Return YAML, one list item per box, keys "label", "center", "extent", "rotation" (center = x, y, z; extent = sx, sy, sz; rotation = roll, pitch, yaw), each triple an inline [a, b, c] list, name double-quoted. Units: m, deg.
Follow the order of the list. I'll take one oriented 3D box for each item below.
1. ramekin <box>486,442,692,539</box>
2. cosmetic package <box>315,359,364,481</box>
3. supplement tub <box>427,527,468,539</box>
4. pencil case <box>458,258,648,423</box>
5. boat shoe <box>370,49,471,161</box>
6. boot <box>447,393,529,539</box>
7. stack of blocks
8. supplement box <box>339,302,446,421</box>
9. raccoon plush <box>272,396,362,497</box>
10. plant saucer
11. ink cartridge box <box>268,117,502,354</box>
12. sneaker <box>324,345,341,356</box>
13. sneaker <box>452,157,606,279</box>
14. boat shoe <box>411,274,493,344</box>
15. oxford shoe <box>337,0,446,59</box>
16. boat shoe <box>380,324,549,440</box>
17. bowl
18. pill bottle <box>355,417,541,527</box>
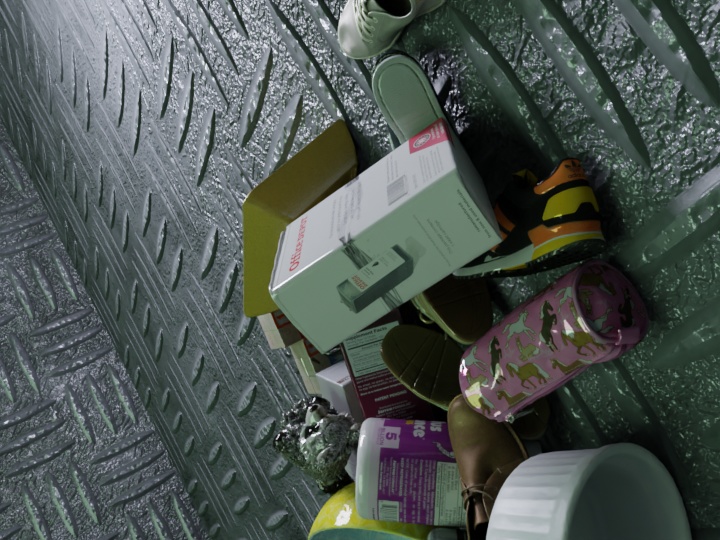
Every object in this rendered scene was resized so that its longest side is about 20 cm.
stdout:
- label: "ramekin"
  center: [0.201, 0.255, 0.686]
  extent: [0.097, 0.200, 0.202]
  rotation: [-13, 100, 49]
- label: "cosmetic package"
  center: [0.023, 0.218, 1.081]
  extent: [0.090, 0.106, 0.202]
  rotation: [4, 113, 59]
- label: "supplement tub"
  center: [0.167, 0.340, 0.815]
  extent: [0.123, 0.197, 0.124]
  rotation: [1, -90, -84]
- label: "pencil case"
  center: [0.171, 0.070, 0.715]
  extent: [0.086, 0.083, 0.200]
  rotation: [44, 140, 3]
- label: "boat shoe"
  center: [0.069, -0.129, 0.788]
  extent: [0.061, 0.075, 0.202]
  rotation: [-87, -22, -63]
- label: "boot"
  center: [0.126, 0.213, 0.751]
  extent: [0.073, 0.075, 0.202]
  rotation: [-30, 66, 28]
- label: "stack of blocks"
  center: [-0.079, 0.078, 1.140]
  extent: [0.058, 0.114, 0.202]
  rotation: [-13, 100, 61]
- label: "supplement box"
  center: [0.041, 0.135, 0.959]
  extent: [0.110, 0.085, 0.202]
  rotation: [-67, -41, -77]
- label: "raccoon plush"
  center: [-0.019, 0.240, 0.991]
  extent: [0.200, 0.097, 0.133]
  rotation: [47, 161, -31]
- label: "plant saucer"
  center: [-0.065, -0.054, 0.955]
  extent: [0.048, 0.200, 0.201]
  rotation: [28, 139, 18]
- label: "ink cartridge box"
  center: [0.020, -0.034, 0.721]
  extent: [0.085, 0.199, 0.146]
  rotation: [52, -163, -22]
- label: "sneaker"
  center: [-0.020, 0.047, 1.047]
  extent: [0.071, 0.082, 0.201]
  rotation: [46, 144, 33]
- label: "sneaker"
  center: [0.149, -0.044, 0.722]
  extent: [0.200, 0.069, 0.091]
  rotation: [161, 106, -65]
- label: "boat shoe"
  center: [0.082, 0.005, 0.864]
  extent: [0.063, 0.073, 0.201]
  rotation: [95, 152, -54]
- label: "oxford shoe"
  center: [0.019, -0.263, 0.775]
  extent: [0.199, 0.057, 0.076]
  rotation: [-7, 108, 63]
- label: "boat shoe"
  center: [0.112, 0.126, 0.851]
  extent: [0.199, 0.074, 0.063]
  rotation: [23, 163, 20]
- label: "bowl"
  center: [0.042, 0.314, 0.981]
  extent: [0.198, 0.108, 0.201]
  rotation: [10, 142, 8]
- label: "pill bottle"
  center: [0.097, 0.224, 0.857]
  extent: [0.112, 0.197, 0.114]
  rotation: [2, -90, -84]
